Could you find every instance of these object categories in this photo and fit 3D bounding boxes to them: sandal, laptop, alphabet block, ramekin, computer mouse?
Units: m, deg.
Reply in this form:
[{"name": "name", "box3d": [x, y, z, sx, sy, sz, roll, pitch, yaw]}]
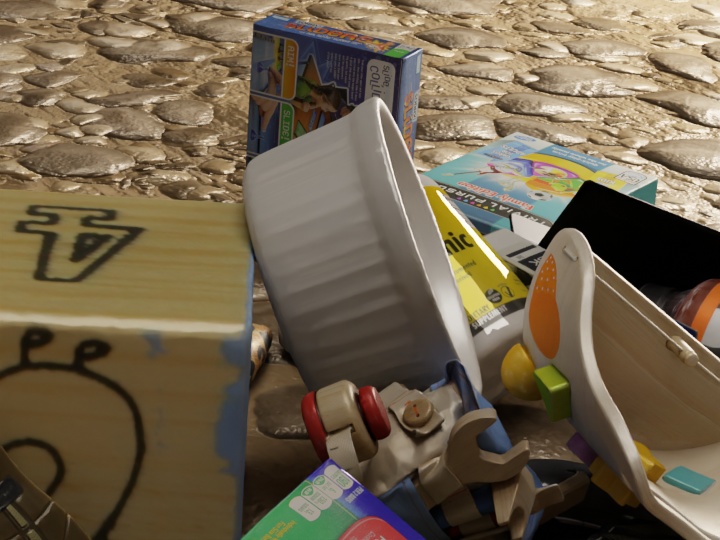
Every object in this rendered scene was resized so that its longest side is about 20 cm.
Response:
[{"name": "sandal", "box3d": [-0.205, 0.151, 1.142, 0.080, 0.054, 0.200, -37, 89, -38]}, {"name": "laptop", "box3d": [0.224, -0.019, 1.558, 0.187, 0.116, 0.200, 22, 21, -8]}, {"name": "alphabet block", "box3d": [-0.168, 0.072, 1.260, 0.200, 0.196, 0.196, 2, 23, -3]}, {"name": "ramekin", "box3d": [0.000, 0.000, 1.302, 0.098, 0.201, 0.201, -19, 23, 8]}, {"name": "computer mouse", "box3d": [0.156, 0.136, 1.351, 0.200, 0.046, 0.140, 4, 26, -2]}]

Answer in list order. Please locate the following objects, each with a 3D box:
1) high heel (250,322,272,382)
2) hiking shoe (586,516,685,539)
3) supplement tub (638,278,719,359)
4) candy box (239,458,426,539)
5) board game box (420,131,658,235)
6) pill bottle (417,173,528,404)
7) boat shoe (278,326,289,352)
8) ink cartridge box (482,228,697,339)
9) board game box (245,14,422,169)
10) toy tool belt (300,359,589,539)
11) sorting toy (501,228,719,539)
[{"name": "high heel", "box3d": [-0.105, 0.016, 1.432, 0.071, 0.143, 0.200, 29, 21, 27]}, {"name": "hiking shoe", "box3d": [0.148, 0.190, 1.218, 0.200, 0.076, 0.101, 5, 14, -21]}, {"name": "supplement tub", "box3d": [0.283, 0.069, 1.449, 0.200, 0.107, 0.107, 18, 27, 27]}, {"name": "candy box", "box3d": [0.007, 0.212, 1.030, 0.200, 0.077, 0.169, 41, 32, 7]}, {"name": "board game box", "box3d": [0.140, -0.056, 1.770, 0.151, 0.047, 0.200, 21, 29, 32]}, {"name": "pill bottle", "box3d": [0.036, 0.002, 1.460, 0.111, 0.111, 0.200, -18, 59, -41]}, {"name": "boat shoe", "box3d": [0.032, 0.021, 1.553, 0.200, 0.070, 0.071, -6, 26, -22]}, {"name": "ink cartridge box", "box3d": [0.155, 0.051, 1.472, 0.039, 0.100, 0.200, -21, 33, -33]}, {"name": "board game box", "box3d": [-0.025, -0.091, 1.633, 0.135, 0.200, 0.034, 16, 27, 23]}, {"name": "toy tool belt", "box3d": [0.055, 0.106, 1.196, 0.123, 0.200, 0.125, -23, 52, 8]}, {"name": "sorting toy", "box3d": [0.175, 0.101, 1.210, 0.200, 0.107, 0.180, 38, 14, -23]}]
